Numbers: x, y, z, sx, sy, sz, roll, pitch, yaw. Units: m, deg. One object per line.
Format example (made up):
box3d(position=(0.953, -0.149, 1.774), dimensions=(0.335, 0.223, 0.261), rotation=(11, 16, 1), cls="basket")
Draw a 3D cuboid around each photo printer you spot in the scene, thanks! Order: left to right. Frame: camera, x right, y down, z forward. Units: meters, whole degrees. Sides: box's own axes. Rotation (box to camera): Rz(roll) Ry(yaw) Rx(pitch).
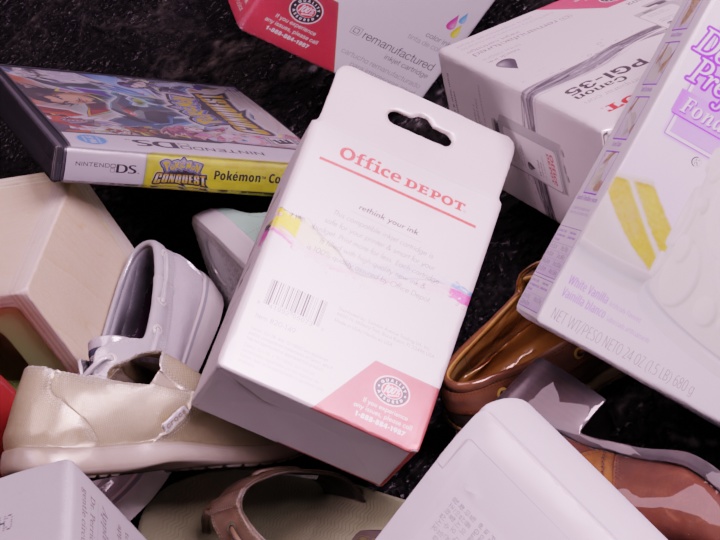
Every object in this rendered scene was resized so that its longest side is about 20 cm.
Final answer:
box3d(position=(0.084, 0.181, 0.913), dimensions=(0.200, 0.069, 0.167), rotation=(44, 105, 32), cls="photo printer")

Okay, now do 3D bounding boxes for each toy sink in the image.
box3d(position=(-0.245, 0.030, 1.291), dimensions=(0.200, 0.130, 0.112), rotation=(-6, 46, 26), cls="toy sink")

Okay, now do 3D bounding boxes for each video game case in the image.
box3d(position=(-0.134, -0.092, 1.317), dimensions=(0.180, 0.026, 0.200), rotation=(3, 19, -24), cls="video game case")

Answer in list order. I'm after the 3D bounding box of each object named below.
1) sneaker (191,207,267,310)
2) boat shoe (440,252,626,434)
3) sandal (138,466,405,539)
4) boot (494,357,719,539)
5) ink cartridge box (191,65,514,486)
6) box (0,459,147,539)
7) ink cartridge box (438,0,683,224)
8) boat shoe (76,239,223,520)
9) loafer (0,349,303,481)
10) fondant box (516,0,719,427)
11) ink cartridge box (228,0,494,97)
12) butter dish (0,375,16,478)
box3d(position=(-0.018, -0.010, 1.246), dimensions=(0.118, 0.074, 0.200), rotation=(-29, 28, -22), cls="sneaker")
box3d(position=(0.122, 0.021, 1.118), dimensions=(0.200, 0.068, 0.072), rotation=(-43, 41, -14), cls="boat shoe")
box3d(position=(-0.035, 0.134, 1.107), dimensions=(0.201, 0.057, 0.080), rotation=(1, 49, 32), cls="sandal")
box3d(position=(0.091, 0.164, 0.991), dimensions=(0.188, 0.069, 0.200), rotation=(35, 79, 24), cls="boot")
box3d(position=(0.000, 0.000, 1.112), dimensions=(0.068, 0.116, 0.200), rotation=(127, 166, -62), cls="ink cartridge box")
box3d(position=(-0.205, 0.231, 1.045), dimensions=(0.200, 0.131, 0.199), rotation=(-18, 46, 16), cls="box")
box3d(position=(0.155, -0.092, 1.153), dimensions=(0.146, 0.083, 0.200), rotation=(-23, 26, -16), cls="ink cartridge box")
box3d(position=(-0.136, 0.063, 1.209), dimensions=(0.072, 0.069, 0.200), rotation=(-21, 36, 39), cls="boat shoe")
box3d(position=(-0.103, 0.077, 1.123), dimensions=(0.076, 0.200, 0.068), rotation=(-10, 84, 52), cls="loafer")
box3d(position=(0.190, -0.030, 1.018), dimensions=(0.200, 0.144, 0.058), rotation=(-61, 7, 0), cls="fondant box")
box3d(position=(0.025, -0.225, 1.307), dimensions=(0.200, 0.146, 0.083), rotation=(-53, 31, 26), cls="ink cartridge box")
box3d(position=(-0.258, 0.092, 1.169), dimensions=(0.199, 0.200, 0.148), rotation=(-5, 52, 28), cls="butter dish")
